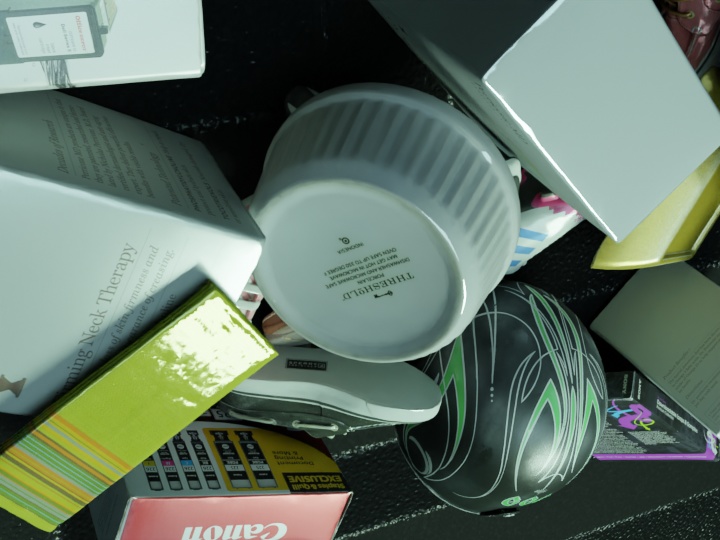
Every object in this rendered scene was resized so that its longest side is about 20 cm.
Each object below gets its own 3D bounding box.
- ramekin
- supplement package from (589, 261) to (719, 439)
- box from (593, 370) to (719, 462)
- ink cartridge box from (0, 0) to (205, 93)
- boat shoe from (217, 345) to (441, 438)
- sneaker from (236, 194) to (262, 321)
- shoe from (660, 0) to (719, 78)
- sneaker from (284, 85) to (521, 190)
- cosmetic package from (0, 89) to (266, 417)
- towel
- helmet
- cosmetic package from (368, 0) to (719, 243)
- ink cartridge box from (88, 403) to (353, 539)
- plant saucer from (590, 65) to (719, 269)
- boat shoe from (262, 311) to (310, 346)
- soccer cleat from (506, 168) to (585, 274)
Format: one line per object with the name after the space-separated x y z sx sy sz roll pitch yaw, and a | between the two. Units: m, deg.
0.009 -0.024 0.696 0.202 0.094 0.203 11 129 14 | ramekin
0.356 0.086 0.993 0.117 0.200 0.117 33 101 -38 | supplement package
0.278 0.162 1.050 0.200 0.143 0.036 32 60 -39 | box
-0.207 -0.165 0.571 0.199 0.146 0.084 -10 122 -23 | ink cartridge box
-0.029 0.111 0.860 0.199 0.071 0.064 9 122 4 | boat shoe
-0.107 0.032 0.779 0.200 0.105 0.075 -46 128 4 | sneaker
0.277 -0.242 0.831 0.091 0.071 0.201 13 107 -32 | shoe
0.034 -0.095 0.759 0.200 0.074 0.080 30 94 -4 | sneaker
-0.204 -0.014 0.656 0.199 0.166 0.168 15 113 -33 | cosmetic package
-0.154 0.092 0.636 0.200 0.018 0.086 -38 136 -1 | towel
0.137 0.114 0.916 0.199 0.200 0.191 5 134 -30 | helmet
0.134 -0.156 0.722 0.123 0.200 0.199 -46 129 5 | cosmetic package
-0.119 0.193 0.827 0.199 0.176 0.084 6 117 -31 | ink cartridge box
0.311 -0.079 0.906 0.200 0.048 0.200 -7 128 -60 | plant saucer
0.000 0.000 0.838 0.200 0.072 0.076 -29 161 10 | boat shoe
0.150 -0.044 0.895 0.199 0.070 0.086 -23 138 -7 | soccer cleat
